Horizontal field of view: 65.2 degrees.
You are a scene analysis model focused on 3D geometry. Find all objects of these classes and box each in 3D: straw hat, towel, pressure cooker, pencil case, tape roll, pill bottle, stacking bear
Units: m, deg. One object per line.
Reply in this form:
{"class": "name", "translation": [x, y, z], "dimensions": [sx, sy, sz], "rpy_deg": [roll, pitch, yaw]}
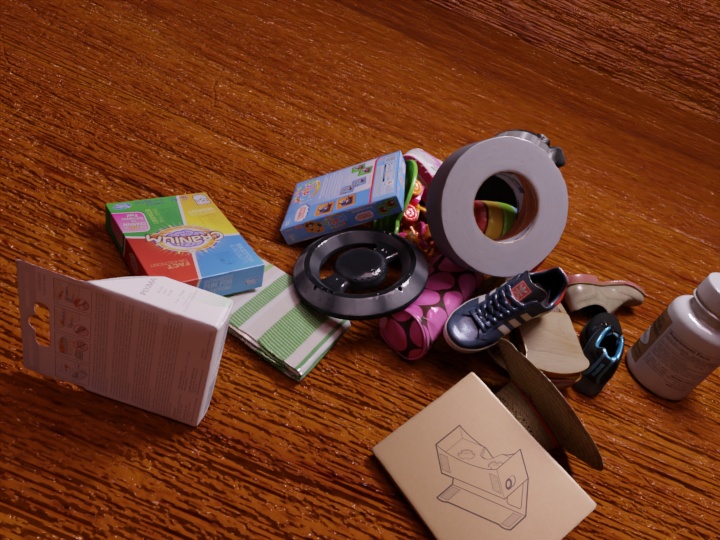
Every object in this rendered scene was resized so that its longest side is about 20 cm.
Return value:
{"class": "straw hat", "translation": [0.208, 0.193, 0.726], "dimensions": [0.085, 0.201, 0.201], "rpy_deg": [-33, 56, -3]}
{"class": "towel", "translation": [-0.125, 0.055, 0.779], "dimensions": [0.199, 0.023, 0.153], "rpy_deg": [31, 38, 13]}
{"class": "pressure cooker", "translation": [0.320, -0.200, 1.179], "dimensions": [0.175, 0.179, 0.200], "rpy_deg": [26, 38, 9]}
{"class": "pencil case", "translation": [0.104, 0.046, 0.853], "dimensions": [0.094, 0.091, 0.200], "rpy_deg": [38, 42, 11]}
{"class": "tape roll", "translation": [0.201, -0.093, 0.831], "dimensions": [0.199, 0.202, 0.066], "rpy_deg": [13, 3, -13]}
{"class": "pill bottle", "translation": [0.537, 0.106, 0.909], "dimensions": [0.114, 0.201, 0.115], "rpy_deg": [14, 38, -11]}
{"class": "stacking bear", "translation": [0.201, -0.070, 0.918], "dimensions": [0.199, 0.114, 0.121], "rpy_deg": [16, 5, -21]}

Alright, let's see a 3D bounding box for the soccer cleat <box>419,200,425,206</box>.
{"class": "soccer cleat", "translation": [0.055, -0.155, 1.085], "dimensions": [0.199, 0.068, 0.081], "rpy_deg": [-7, 55, -35]}

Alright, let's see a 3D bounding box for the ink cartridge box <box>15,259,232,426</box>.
{"class": "ink cartridge box", "translation": [-0.245, 0.069, 0.586], "dimensions": [0.199, 0.162, 0.050], "rpy_deg": [21, 36, -2]}

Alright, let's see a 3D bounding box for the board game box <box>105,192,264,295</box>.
{"class": "board game box", "translation": [-0.247, -0.035, 0.785], "dimensions": [0.152, 0.041, 0.200], "rpy_deg": [-14, 44, -36]}

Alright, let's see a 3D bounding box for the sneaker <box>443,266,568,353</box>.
{"class": "sneaker", "translation": [0.206, 0.046, 0.786], "dimensions": [0.199, 0.085, 0.075], "rpy_deg": [-25, 67, -21]}

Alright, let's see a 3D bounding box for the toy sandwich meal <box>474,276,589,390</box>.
{"class": "toy sandwich meal", "translation": [0.265, 0.083, 0.868], "dimensions": [0.204, 0.070, 0.206], "rpy_deg": [10, 59, -17]}

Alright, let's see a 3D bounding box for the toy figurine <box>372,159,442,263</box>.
{"class": "toy figurine", "translation": [0.130, -0.068, 0.986], "dimensions": [0.183, 0.150, 0.201], "rpy_deg": [23, 58, -16]}

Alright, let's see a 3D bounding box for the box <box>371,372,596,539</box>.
{"class": "box", "translation": [0.135, 0.236, 0.641], "dimensions": [0.163, 0.021, 0.200], "rpy_deg": [-33, 60, -16]}

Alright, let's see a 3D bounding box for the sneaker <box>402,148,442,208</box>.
{"class": "sneaker", "translation": [0.149, -0.159, 1.071], "dimensions": [0.200, 0.081, 0.088], "rpy_deg": [48, 39, -20]}

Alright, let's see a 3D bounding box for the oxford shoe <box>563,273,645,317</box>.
{"class": "oxford shoe", "translation": [0.453, 0.058, 1.050], "dimensions": [0.199, 0.070, 0.075], "rpy_deg": [7, 67, -22]}

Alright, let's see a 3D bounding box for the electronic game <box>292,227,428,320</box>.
{"class": "electronic game", "translation": [0.000, 0.000, 0.826], "dimensions": [0.198, 0.042, 0.201], "rpy_deg": [-1, 40, 1]}

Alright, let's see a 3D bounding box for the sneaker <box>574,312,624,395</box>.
{"class": "sneaker", "translation": [0.405, 0.121, 0.921], "dimensions": [0.073, 0.082, 0.200], "rpy_deg": [32, 39, 11]}

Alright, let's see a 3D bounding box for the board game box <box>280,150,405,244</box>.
{"class": "board game box", "translation": [-0.025, -0.123, 0.933], "dimensions": [0.199, 0.037, 0.152], "rpy_deg": [-14, 36, 17]}
